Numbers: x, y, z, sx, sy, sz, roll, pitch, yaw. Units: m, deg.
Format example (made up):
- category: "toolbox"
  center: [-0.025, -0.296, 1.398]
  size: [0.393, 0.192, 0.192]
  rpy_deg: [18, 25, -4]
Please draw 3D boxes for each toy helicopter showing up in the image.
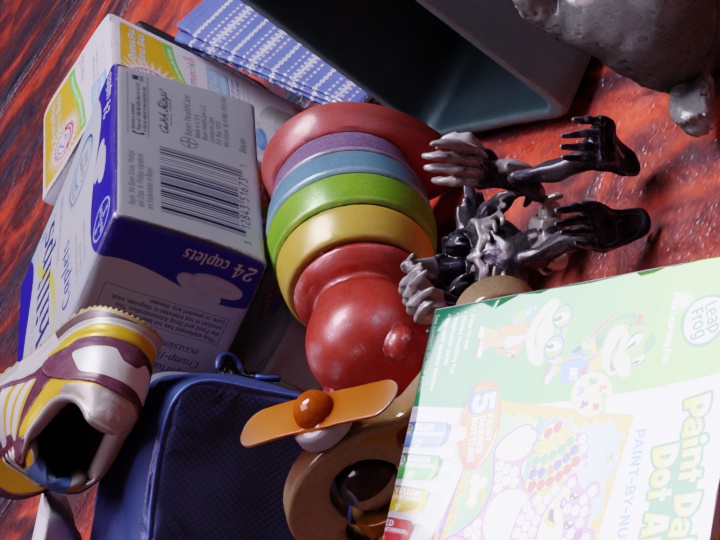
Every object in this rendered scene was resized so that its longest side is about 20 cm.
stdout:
- category: "toy helicopter"
  center: [0.024, 0.078, 1.415]
  size: [0.200, 0.132, 0.079]
  rpy_deg: [-55, 23, 24]

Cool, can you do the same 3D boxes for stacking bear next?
- category: "stacking bear"
  center: [0.000, 0.000, 1.585]
  size: [0.121, 0.114, 0.200]
  rpy_deg: [-36, 37, 23]

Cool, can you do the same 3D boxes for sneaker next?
- category: "sneaker"
  center: [-0.190, 0.101, 1.562]
  size: [0.200, 0.075, 0.090]
  rpy_deg: [-48, 21, 46]

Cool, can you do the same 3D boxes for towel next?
- category: "towel"
  center: [-0.022, -0.178, 1.792]
  size: [0.200, 0.024, 0.145]
  rpy_deg: [27, 66, 42]

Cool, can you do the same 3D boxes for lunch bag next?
- category: "lunch bag"
  center: [-0.074, 0.080, 1.724]
  size: [0.200, 0.077, 0.161]
  rpy_deg: [-55, 24, 24]
- category: "lunch bag"
  center: [-0.090, 0.148, 1.576]
  size: [0.132, 0.135, 0.201]
  rpy_deg: [-8, 69, 65]

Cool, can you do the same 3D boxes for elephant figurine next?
- category: "elephant figurine"
  center: [0.169, -0.208, 1.377]
  size: [0.200, 0.155, 0.142]
  rpy_deg: [-63, -3, 29]

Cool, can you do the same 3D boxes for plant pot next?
- category: "plant pot"
  center: [0.060, -0.223, 1.609]
  size: [0.200, 0.196, 0.196]
  rpy_deg: [-59, 19, -14]

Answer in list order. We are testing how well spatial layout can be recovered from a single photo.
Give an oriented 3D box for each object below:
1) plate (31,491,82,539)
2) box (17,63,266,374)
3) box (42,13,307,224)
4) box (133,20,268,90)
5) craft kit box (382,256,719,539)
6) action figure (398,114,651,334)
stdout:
- category: "plate"
  center: [-0.202, 0.239, 1.637]
  size: [0.200, 0.032, 0.201]
  rpy_deg: [-161, 81, -83]
- category: "box"
  center: [-0.145, 0.004, 1.684]
  size: [0.184, 0.105, 0.200]
  rpy_deg: [-97, 28, -54]
- category: "box"
  center: [-0.113, -0.075, 1.816]
  size: [0.101, 0.200, 0.113]
  rpy_deg: [-54, 24, 26]
- category: "box"
  center: [-0.127, -0.101, 1.987]
  size: [0.106, 0.122, 0.200]
  rpy_deg: [-61, 21, 8]
- category: "craft kit box"
  center: [0.103, 0.098, 1.244]
  size: [0.197, 0.049, 0.201]
  rpy_deg: [-10, 54, 36]
- category: "action figure"
  center: [0.072, -0.021, 1.459]
  size: [0.200, 0.102, 0.119]
  rpy_deg: [-33, 49, 53]
